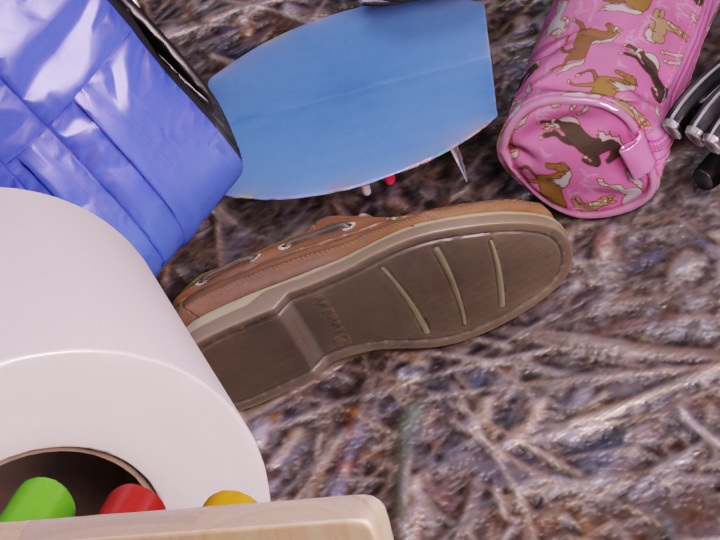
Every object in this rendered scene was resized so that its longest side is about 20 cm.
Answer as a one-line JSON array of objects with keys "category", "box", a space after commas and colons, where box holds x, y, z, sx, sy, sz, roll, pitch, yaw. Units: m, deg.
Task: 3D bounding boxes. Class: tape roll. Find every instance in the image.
[{"category": "tape roll", "box": [-0.153, 0.084, 1.124, 0.202, 0.203, 0.139, -25, 38, -9]}]

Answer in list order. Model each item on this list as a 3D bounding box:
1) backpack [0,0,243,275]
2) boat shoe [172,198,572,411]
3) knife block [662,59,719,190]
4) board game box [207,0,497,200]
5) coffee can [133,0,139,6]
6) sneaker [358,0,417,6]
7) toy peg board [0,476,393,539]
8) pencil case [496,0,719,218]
[{"category": "backpack", "box": [-0.173, -0.067, 1.296, 0.168, 0.200, 0.162, -53, 28, -9]}, {"category": "boat shoe", "box": [0.000, 0.000, 1.270, 0.199, 0.072, 0.068, -16, 38, 3]}, {"category": "knife block", "box": [0.231, -0.111, 1.314, 0.174, 0.064, 0.201, -11, 38, 7]}, {"category": "board game box", "box": [-0.003, -0.077, 1.399, 0.157, 0.039, 0.200, -14, 30, 7]}, {"category": "coffee can", "box": [-0.216, -0.111, 1.442, 0.199, 0.147, 0.147, -21, 37, -4]}, {"category": "sneaker", "box": [0.036, -0.206, 1.478, 0.080, 0.084, 0.200, -9, 26, 13]}, {"category": "toy peg board", "box": [-0.059, 0.163, 1.003, 0.198, 0.201, 0.098, -6, 24, 16]}, {"category": "pencil case", "box": [0.134, -0.113, 1.349, 0.087, 0.083, 0.200, -47, 12, 46]}]
